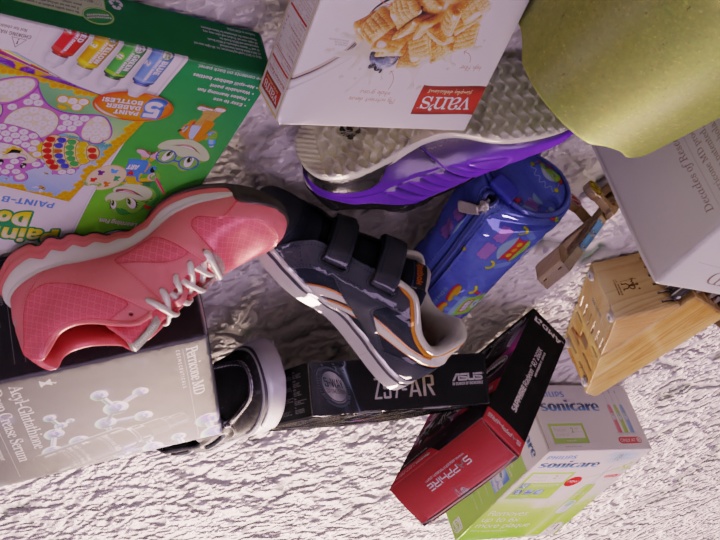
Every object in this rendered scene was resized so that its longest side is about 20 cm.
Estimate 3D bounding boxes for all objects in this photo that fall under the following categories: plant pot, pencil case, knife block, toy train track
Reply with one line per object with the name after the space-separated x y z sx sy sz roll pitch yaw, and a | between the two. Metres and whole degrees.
0.195 -0.167 0.709 0.199 0.202 0.184 7 151 -34 | plant pot
0.079 -0.015 0.948 0.087 0.078 0.200 -20 156 -46 | pencil case
0.295 0.028 1.130 0.174 0.064 0.200 -11 146 -11 | knife block
0.167 -0.038 0.922 0.115 0.033 0.200 -42 180 32 | toy train track

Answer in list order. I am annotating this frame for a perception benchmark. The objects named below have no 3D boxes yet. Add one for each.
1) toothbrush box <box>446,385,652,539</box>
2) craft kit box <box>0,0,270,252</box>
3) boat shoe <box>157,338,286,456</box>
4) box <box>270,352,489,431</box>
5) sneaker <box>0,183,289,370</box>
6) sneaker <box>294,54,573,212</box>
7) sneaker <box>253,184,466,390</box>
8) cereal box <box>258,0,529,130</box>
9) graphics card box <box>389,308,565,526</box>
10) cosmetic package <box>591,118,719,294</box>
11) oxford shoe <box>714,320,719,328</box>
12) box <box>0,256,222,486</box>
0.197 0.213 1.332 0.145 0.086 0.200 4 139 -31 | toothbrush box
-0.186 -0.086 0.751 0.199 0.049 0.198 7 142 -33 | craft kit box
-0.125 0.113 1.015 0.067 0.072 0.200 -10 166 -32 | boat shoe
-0.006 0.108 1.042 0.159 0.044 0.200 -1 170 -23 | box
-0.137 0.011 0.799 0.199 0.087 0.074 -19 148 0 | sneaker
0.054 -0.087 0.852 0.199 0.070 0.100 -11 153 -4 | sneaker
0.000 0.000 0.889 0.079 0.079 0.200 -30 119 28 | sneaker
0.037 -0.172 0.703 0.143 0.040 0.201 -2 134 -31 | cereal box
0.109 0.127 1.085 0.125 0.051 0.200 -44 -177 34 | graphics card box
0.296 -0.103 0.848 0.167 0.167 0.200 9 139 -35 | cosmetic package
0.405 0.055 1.207 0.199 0.085 0.073 20 133 -41 | oxford shoe
-0.213 0.066 0.898 0.199 0.108 0.149 -13 146 -10 | box
